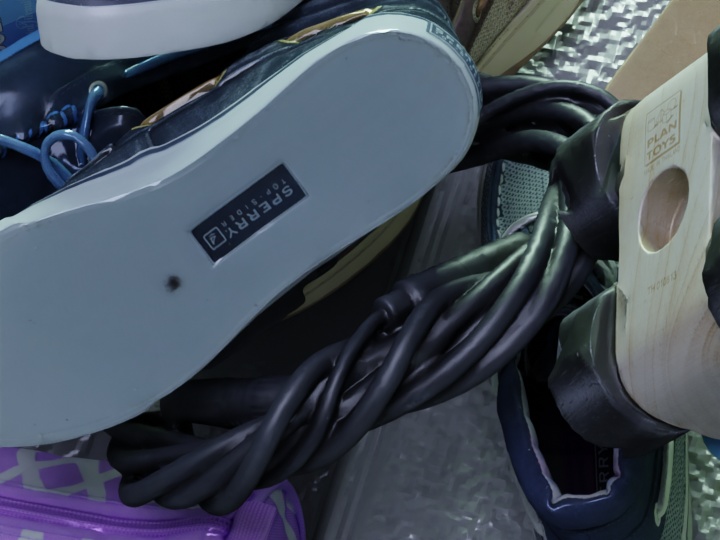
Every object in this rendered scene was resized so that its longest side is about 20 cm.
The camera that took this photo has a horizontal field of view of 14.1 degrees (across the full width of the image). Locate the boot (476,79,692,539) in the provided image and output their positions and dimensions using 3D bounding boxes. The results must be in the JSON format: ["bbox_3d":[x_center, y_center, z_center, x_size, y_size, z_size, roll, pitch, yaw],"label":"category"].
[{"bbox_3d":[0.074,0.007,0.967,0.072,0.090,0.201,-12,61,7],"label":"boot"}]

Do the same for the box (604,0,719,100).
[{"bbox_3d":[0.206,-0.062,0.990,0.199,0.021,0.164,34,75,15],"label":"box"}]

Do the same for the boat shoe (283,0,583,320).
[{"bbox_3d":[0.001,-0.070,1.027,0.200,0.072,0.072,-46,50,-11],"label":"boat shoe"}]

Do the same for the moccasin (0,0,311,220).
[{"bbox_3d":[-0.083,-0.044,0.949,0.200,0.081,0.068,-43,55,-16],"label":"moccasin"}]

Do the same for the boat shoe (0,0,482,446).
[{"bbox_3d":[-0.050,-0.018,0.900,0.199,0.091,0.071,-30,104,8],"label":"boat shoe"}]

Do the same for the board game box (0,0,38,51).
[{"bbox_3d":[-0.167,-0.040,1.011,0.199,0.151,0.047,-29,55,-3],"label":"board game box"}]

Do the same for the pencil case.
[{"bbox_3d":[-0.117,0.091,0.971,0.199,0.086,0.084,7,48,15],"label":"pencil case"}]

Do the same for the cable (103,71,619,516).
[{"bbox_3d":[0.000,0.000,0.920,0.199,0.051,0.163,-29,23,1],"label":"cable"}]

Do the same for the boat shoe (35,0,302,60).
[{"bbox_3d":[-0.027,-0.126,0.926,0.199,0.066,0.072,-28,31,-35],"label":"boat shoe"}]

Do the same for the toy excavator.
[{"bbox_3d":[0.165,-0.018,0.883,0.199,0.100,0.196,21,56,-26],"label":"toy excavator"}]
